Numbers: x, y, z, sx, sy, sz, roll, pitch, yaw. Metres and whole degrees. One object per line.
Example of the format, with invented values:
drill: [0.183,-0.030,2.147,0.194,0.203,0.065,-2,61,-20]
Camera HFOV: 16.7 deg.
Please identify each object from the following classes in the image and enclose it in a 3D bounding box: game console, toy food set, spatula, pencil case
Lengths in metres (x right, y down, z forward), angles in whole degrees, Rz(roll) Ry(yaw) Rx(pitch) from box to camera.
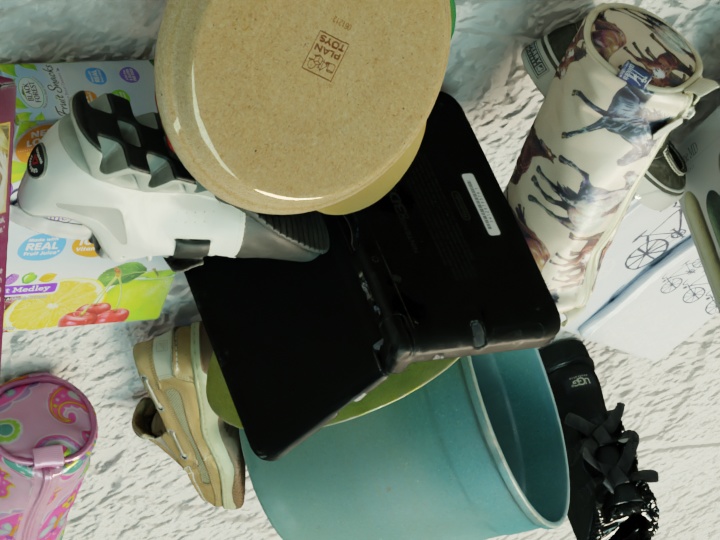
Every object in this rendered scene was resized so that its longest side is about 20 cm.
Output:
game console: [0.000,0.000,1.519,0.176,0.200,0.116,-6,145,-26]
toy food set: [-0.030,-0.128,1.385,0.200,0.049,0.198,4,106,-34]
spatula: [-0.173,-0.027,1.439,0.200,0.021,0.057,2,135,-34]
pencil case: [-0.237,0.159,1.712,0.087,0.087,0.200,-7,144,-24]
pencil case: [0.142,-0.062,1.517,0.078,0.089,0.200,-15,140,-41]

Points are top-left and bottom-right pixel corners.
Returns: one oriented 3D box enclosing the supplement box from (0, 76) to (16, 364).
supplement box: [-0.263,-0.006,1.307,0.131,0.103,0.200,-19,117,-63]

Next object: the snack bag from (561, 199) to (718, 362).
snack bag: [0.225,-0.005,1.822,0.189,0.021,0.200,-40,144,25]

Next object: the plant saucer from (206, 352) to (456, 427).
plant saucer: [-0.012,0.033,1.584,0.200,0.200,0.031,-23,116,-1]

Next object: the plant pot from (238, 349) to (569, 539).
plant pot: [0.023,0.108,1.718,0.188,0.200,0.200,-18,150,17]

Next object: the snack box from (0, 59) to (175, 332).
snack box: [-0.169,-0.043,1.487,0.142,0.053,0.200,-5,143,-28]

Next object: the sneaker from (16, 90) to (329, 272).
sneaker: [-0.111,-0.038,1.423,0.200,0.074,0.089,21,128,-36]

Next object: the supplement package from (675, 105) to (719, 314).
supplement package: [0.324,-0.023,1.649,0.151,0.200,0.152,-16,169,-15]

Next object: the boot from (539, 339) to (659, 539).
boot: [0.173,0.166,1.907,0.073,0.163,0.198,-13,146,-13]

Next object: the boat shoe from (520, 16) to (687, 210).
boat shoe: [0.178,-0.102,1.603,0.064,0.071,0.200,-32,145,16]

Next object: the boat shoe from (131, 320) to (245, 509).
boat shoe: [-0.124,0.103,1.731,0.076,0.072,0.200,-7,139,0]
